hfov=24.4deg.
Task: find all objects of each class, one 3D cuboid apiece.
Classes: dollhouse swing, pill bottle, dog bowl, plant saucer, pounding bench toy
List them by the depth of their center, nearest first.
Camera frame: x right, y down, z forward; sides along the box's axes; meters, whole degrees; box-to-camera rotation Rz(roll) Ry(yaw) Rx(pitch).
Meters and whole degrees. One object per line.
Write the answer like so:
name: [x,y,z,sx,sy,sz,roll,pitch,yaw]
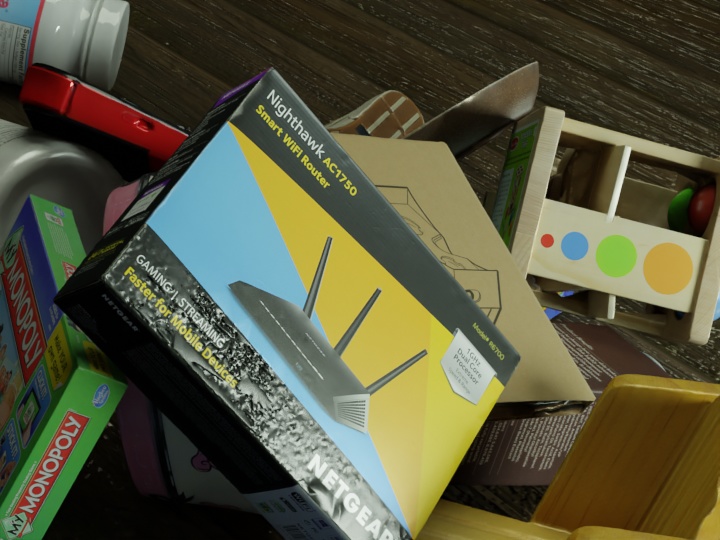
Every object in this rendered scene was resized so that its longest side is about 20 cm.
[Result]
dollhouse swing: [0.076,0.120,0.842,0.175,0.182,0.200,28,24,5]
dog bowl: [-0.091,0.036,0.901,0.073,0.201,0.200,-6,23,-2]
pill bottle: [-0.242,-0.041,1.057,0.114,0.115,0.200,-5,16,-40]
pounding bench toy: [0.170,-0.026,1.157,0.155,0.125,0.200,14,-2,-5]
plant saucer: [0.051,-0.087,1.212,0.032,0.200,0.200,57,28,0]
pill bottle: [-0.313,-0.223,1.485,0.199,0.109,0.109,13,22,-4]

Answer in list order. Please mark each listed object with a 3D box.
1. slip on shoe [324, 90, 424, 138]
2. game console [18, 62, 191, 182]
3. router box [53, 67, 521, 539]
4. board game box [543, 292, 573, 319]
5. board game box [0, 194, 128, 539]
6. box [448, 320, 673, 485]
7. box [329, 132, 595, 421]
slip on shoe: [-0.019,-0.094,1.431,0.076,0.061,0.200,50,42,-3]
game console: [-0.127,-0.073,1.055,0.176,0.031,0.200,21,-5,-5]
router box: [-0.028,0.028,0.789,0.051,0.200,0.149,-18,31,49]
board game box: [0.054,-0.012,1.288,0.199,0.045,0.134,24,24,23]
board game box: [-0.175,0.060,0.847,0.029,0.135,0.200,23,16,-26]
box: [0.099,0.079,1.033,0.199,0.075,0.100,5,23,-34]
box: [0.032,0.001,0.955,0.163,0.021,0.200,1,50,-41]
